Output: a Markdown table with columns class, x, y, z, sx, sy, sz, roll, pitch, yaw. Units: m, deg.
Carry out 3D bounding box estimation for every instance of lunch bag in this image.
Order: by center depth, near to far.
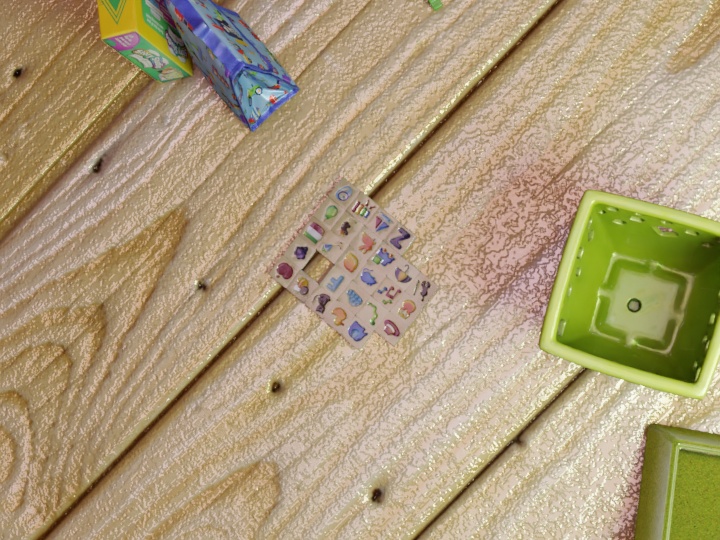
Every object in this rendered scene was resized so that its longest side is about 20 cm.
| class | x | y | z | sx | sy | sz | roll | pitch | yaw |
| --- | --- | --- | --- | --- | --- | --- | --- | --- | --- |
| lunch bag | -0.184 | -0.289 | 1.492 | 0.094 | 0.200 | 0.151 | -40 | 77 | 6 |

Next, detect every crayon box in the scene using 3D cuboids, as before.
| class | x | y | z | sx | sy | sz | roll | pitch | yaw |
| --- | --- | --- | --- | --- | --- | --- | --- | --- | --- |
| crayon box | -0.294 | -0.367 | 1.527 | 0.058 | 0.200 | 0.174 | -8 | 81 | 12 |

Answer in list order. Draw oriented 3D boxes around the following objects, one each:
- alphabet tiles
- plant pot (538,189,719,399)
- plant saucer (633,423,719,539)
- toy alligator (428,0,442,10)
| class | x | y | z | sx | sy | sz | roll | pitch | yaw |
| --- | --- | --- | --- | --- | --- | --- | --- | --- | --- |
| alphabet tiles | 0.000 | 0.000 | 1.516 | 0.200 | 0.008 | 0.168 | 39 | 92 | 14 |
| plant pot | 0.334 | 0.034 | 1.346 | 0.198 | 0.181 | 0.201 | 17 | 88 | 14 |
| plant saucer | 0.429 | 0.283 | 1.331 | 0.198 | 0.048 | 0.201 | 8 | 66 | 14 |
| toy alligator | 0.054 | -0.442 | 1.532 | 0.059 | 0.054 | 0.201 | -30 | 78 | 7 |
